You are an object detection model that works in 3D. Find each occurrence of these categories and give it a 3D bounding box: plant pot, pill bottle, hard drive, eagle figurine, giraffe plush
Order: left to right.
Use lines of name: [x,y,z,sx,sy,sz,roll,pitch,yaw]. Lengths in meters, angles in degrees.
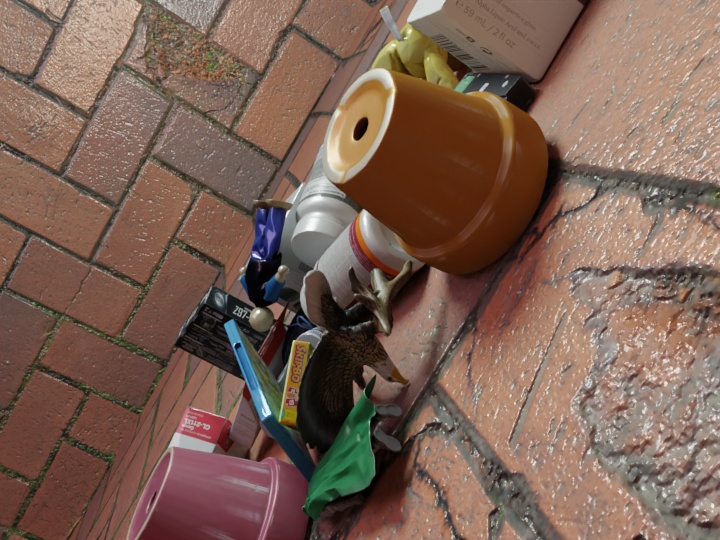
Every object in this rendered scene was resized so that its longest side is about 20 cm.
plant pot: [-0.183,0.315,0.849,0.201,0.178,0.201,-53,19,27]
pill bottle: [-0.038,-0.106,1.079,0.114,0.113,0.202,-40,28,50]
eagle figurine: [-0.013,0.098,0.783,0.152,0.150,0.201,58,134,26]
pill bottle: [0.000,0.000,0.948,0.200,0.109,0.110,-45,22,43]
plant pot: [0.066,-0.119,0.731,0.199,0.182,0.202,-33,47,43]
giraffe plush: [0.122,-0.378,1.156,0.171,0.202,0.162,10,41,41]
hard drive: [0.148,-0.208,0.938,0.140,0.038,0.200,-49,20,5]

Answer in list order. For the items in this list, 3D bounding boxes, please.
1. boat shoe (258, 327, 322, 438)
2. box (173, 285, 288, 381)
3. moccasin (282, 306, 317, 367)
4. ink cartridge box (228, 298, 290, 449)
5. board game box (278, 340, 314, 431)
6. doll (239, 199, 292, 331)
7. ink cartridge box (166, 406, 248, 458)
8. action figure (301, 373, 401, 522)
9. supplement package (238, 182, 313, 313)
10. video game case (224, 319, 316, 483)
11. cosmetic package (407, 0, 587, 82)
boat shoe: [-0.090,0.171,1.031,0.201,0.073,0.065,-58,-12,24]
box: [-0.217,0.128,1.226,0.160,0.199,0.044,-46,21,43]
moccasin: [-0.065,0.071,1.075,0.202,0.080,0.068,-64,12,-7]
ink cartridge box: [-0.147,0.169,1.098,0.201,0.057,0.163,-61,2,43]
board game box: [-0.067,0.158,0.870,0.200,0.030,0.097,81,-163,-73]
doll: [-0.146,-0.006,1.048,0.136,0.048,0.203,7,89,52]
ink cartridge box: [-0.273,0.351,1.118,0.146,0.082,0.202,79,-153,-57]
action figure: [-0.018,0.219,0.739,0.201,0.054,0.119,-56,17,39]
supplement package: [-0.102,-0.029,1.220,0.200,0.151,0.152,-28,35,63]
video game case: [-0.118,0.169,0.887,0.018,0.144,0.200,-30,38,-5]
cosmetic package: [0.195,-0.379,0.896,0.201,0.164,0.165,-60,17,7]
